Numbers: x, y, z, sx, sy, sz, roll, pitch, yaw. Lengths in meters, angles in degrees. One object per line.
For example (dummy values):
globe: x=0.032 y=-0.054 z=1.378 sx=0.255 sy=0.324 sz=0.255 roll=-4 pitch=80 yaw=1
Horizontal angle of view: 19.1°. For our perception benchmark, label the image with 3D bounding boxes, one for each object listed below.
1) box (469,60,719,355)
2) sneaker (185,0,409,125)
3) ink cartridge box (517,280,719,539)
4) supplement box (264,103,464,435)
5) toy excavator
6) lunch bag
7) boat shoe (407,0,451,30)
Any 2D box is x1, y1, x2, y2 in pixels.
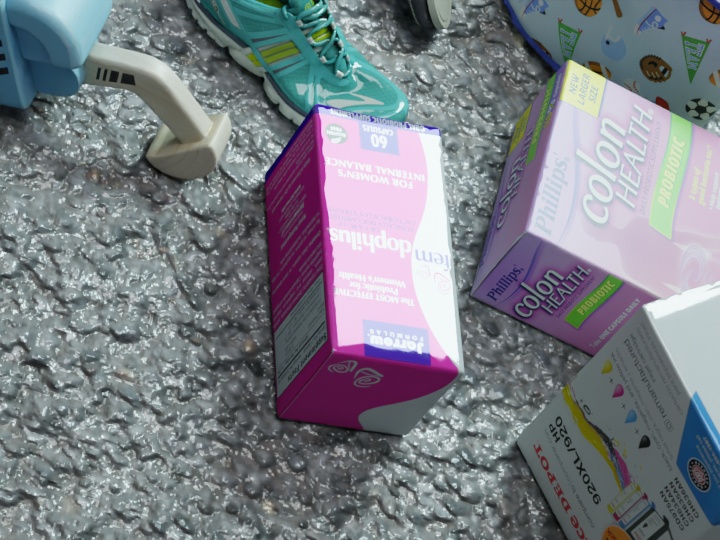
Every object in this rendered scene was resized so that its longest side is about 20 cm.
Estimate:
box: x=0.205 y=-0.029 z=1.609 sx=0.199 sy=0.097 sz=0.177 roll=25 pitch=52 yaw=-9
sneaker: x=-0.045 y=-0.170 z=1.585 sx=0.200 sy=0.080 sz=0.078 roll=39 pitch=51 yaw=0
ink cartridge box: x=0.231 y=0.116 z=1.463 sx=0.144 sy=0.200 sz=0.148 roll=-15 pitch=67 yaw=-31
supplement box: x=0.000 y=0.000 z=1.485 sx=0.101 sy=0.103 sz=0.201 roll=9 pitch=58 yaw=-23
toy excavator: x=-0.196 y=-0.152 z=1.473 sx=0.199 sy=0.195 sz=0.100 roll=11 pitch=50 yaw=15
lunch bag: x=0.227 y=-0.218 z=1.694 sx=0.200 sy=0.170 sz=0.124 roll=37 pitch=48 yaw=0
boat shoe: x=0.023 y=-0.274 z=1.714 sx=0.062 sy=0.073 sz=0.201 roll=-19 pitch=69 yaw=12
